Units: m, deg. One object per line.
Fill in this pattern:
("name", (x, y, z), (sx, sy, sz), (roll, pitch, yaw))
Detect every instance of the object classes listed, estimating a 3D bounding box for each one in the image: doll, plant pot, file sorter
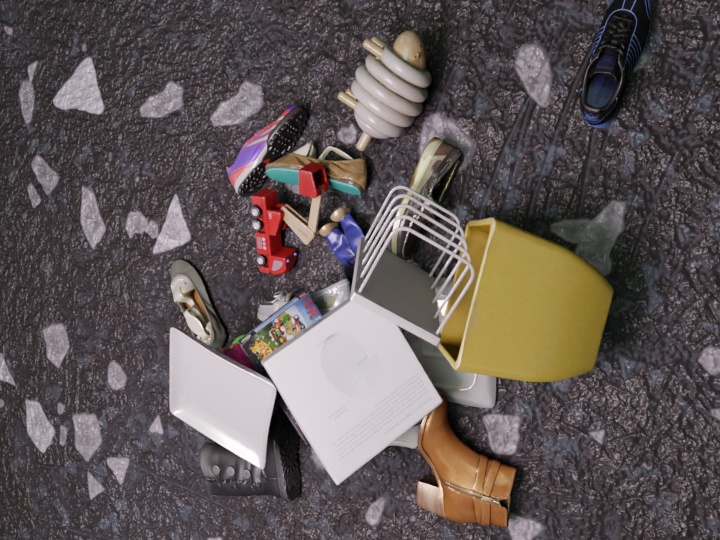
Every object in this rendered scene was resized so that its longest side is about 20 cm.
("doll", (0.000, 0.000, 1.071), (0.137, 0.048, 0.203), (-45, 67, 37))
("plant pot", (0.234, 0.053, 0.890), (0.194, 0.194, 0.202), (15, 93, -1))
("file sorter", (0.077, -0.020, 0.910), (0.136, 0.201, 0.127), (27, 112, -9))

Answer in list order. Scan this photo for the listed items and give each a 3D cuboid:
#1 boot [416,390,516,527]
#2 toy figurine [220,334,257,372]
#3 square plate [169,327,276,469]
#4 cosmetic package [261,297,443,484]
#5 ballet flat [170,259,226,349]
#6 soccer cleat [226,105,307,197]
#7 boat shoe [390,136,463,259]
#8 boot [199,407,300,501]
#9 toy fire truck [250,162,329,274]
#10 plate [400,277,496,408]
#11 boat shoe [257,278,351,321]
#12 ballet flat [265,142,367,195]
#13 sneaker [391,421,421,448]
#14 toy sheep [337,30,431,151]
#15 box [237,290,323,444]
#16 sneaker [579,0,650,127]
("boot", (0.167, 0.298, 0.988), (0.151, 0.076, 0.208), (5, 93, 25))
("toy figurine", (-0.201, 0.164, 1.101), (0.194, 0.183, 0.156), (1, 91, 25))
("square plate", (-0.220, 0.201, 1.002), (0.196, 0.028, 0.202), (26, 128, 15))
("cosmetic package", (-0.017, 0.166, 0.952), (0.196, 0.123, 0.203), (-33, 91, -13))
("ballet flat", (-0.326, 0.063, 1.224), (0.067, 0.063, 0.203), (-38, 75, 20))
("soccer cleat", (-0.176, -0.231, 1.152), (0.201, 0.068, 0.074), (-49, 65, 19))
("boat shoe", (0.106, -0.108, 1.014), (0.064, 0.073, 0.206), (24, 102, 25))
("boot", (-0.211, 0.338, 1.178), (0.194, 0.065, 0.171), (-4, 87, 29))
("toy fire truck", (-0.121, -0.085, 1.101), (0.137, 0.049, 0.206), (9, 117, 23))
("plate", (0.126, 0.113, 1.030), (0.194, 0.032, 0.207), (3, 92, 26))
("boat shoe", (-0.098, 0.055, 1.103), (0.197, 0.074, 0.067), (-6, 94, 33))
("ballet flat", (-0.073, -0.184, 1.108), (0.194, 0.068, 0.075), (11, 75, 24))
("sneaker", (0.012, 0.274, 1.063), (0.194, 0.073, 0.073), (-8, 87, 26))
("toy sheep", (0.042, -0.286, 1.015), (0.137, 0.137, 0.203), (42, 121, 18))
("box", (-0.091, 0.158, 1.031), (0.135, 0.037, 0.203), (-36, 107, -16))
("sneaker", (0.360, -0.308, 0.890), (0.068, 0.077, 0.207), (16, 98, 23))
